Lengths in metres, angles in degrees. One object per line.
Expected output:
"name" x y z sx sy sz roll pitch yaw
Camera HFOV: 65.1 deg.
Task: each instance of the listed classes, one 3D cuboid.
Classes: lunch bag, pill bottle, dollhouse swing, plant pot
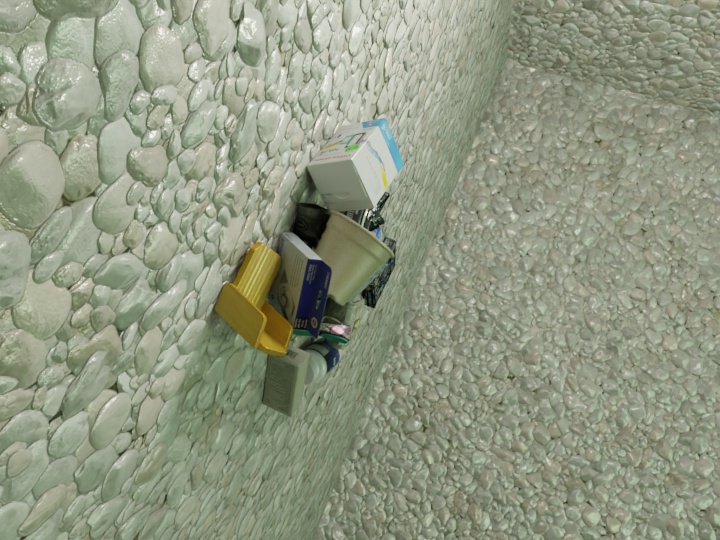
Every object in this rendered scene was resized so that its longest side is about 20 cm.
"lunch bag" -0.059 0.147 1.831 0.200 0.117 0.165 -124 -132 -67
"pill bottle" -0.149 0.305 1.876 0.200 0.110 0.112 -32 140 -66
"dollhouse swing" -0.204 0.068 1.286 0.176 0.181 0.200 -50 163 -3
"plant pot" -0.047 -0.021 1.429 0.184 0.200 0.200 -55 164 -4

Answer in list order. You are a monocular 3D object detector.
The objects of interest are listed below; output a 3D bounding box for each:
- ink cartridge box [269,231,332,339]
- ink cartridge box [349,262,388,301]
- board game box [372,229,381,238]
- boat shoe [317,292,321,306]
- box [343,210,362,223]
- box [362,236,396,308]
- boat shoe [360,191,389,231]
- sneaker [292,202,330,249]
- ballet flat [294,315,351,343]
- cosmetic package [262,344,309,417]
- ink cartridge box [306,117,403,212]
"ink cartridge box" -0.151 0.037 1.369 0.040 0.200 0.201 -6 121 -36
"ink cartridge box" 0.000 0.000 1.661 0.200 0.076 0.136 -44 168 10
"board game box" 0.002 -0.069 1.822 0.200 0.041 0.200 -63 165 -13
"boat shoe" -0.131 0.083 1.611 0.200 0.072 0.062 138 -26 -69
"box" -0.025 -0.136 1.650 0.158 0.049 0.201 96 10 -70
"box" 0.066 0.008 1.952 0.159 0.046 0.201 85 29 -58
"boat shoe" 0.043 -0.160 1.682 0.075 0.066 0.200 103 3 -59
"sneaker" -0.119 -0.115 1.497 0.199 0.076 0.115 -14 125 -69
"ballet flat" -0.122 0.169 1.702 0.069 0.199 0.072 128 -29 -59
"cosmetic package" -0.220 0.321 1.663 0.073 0.103 0.201 -48 155 -55
"ink cartridge box" -0.010 -0.268 1.447 0.200 0.146 0.147 -58 134 -38
